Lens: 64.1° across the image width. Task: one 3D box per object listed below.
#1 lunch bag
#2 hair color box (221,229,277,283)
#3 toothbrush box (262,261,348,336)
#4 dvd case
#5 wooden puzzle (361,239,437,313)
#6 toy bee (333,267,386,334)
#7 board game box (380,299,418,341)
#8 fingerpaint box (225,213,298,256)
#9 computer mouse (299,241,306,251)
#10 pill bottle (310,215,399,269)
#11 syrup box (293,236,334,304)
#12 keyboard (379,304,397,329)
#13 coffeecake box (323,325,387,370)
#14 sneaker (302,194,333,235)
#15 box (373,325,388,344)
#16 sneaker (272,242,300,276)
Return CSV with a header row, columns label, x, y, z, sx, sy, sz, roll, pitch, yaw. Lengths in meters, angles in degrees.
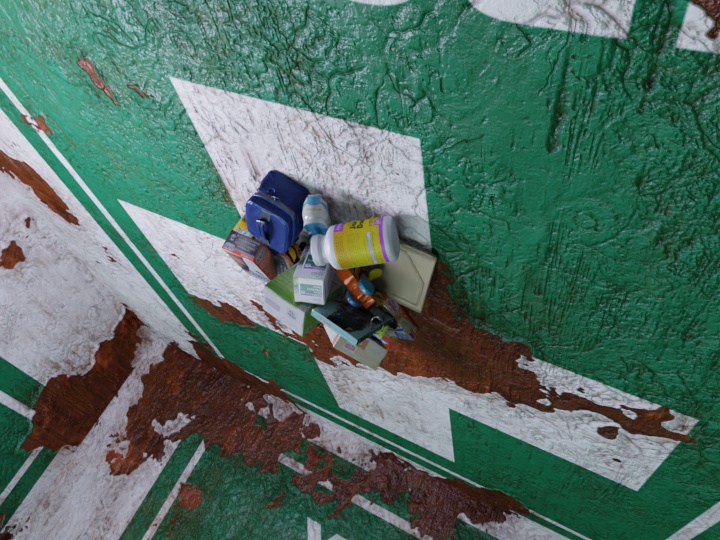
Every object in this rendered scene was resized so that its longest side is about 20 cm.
label,x,y,z,sx,sy,sz,roll,pitch,yaw
lunch bag,-0.212,-0.142,1.457,0.134,0.134,0.201,28,155,6
hair color box,-0.295,-0.029,1.613,0.109,0.065,0.201,22,163,20
toothbrush box,-0.140,0.059,1.520,0.144,0.199,0.087,31,132,23
dvd case,-0.017,0.115,1.464,0.144,0.199,0.022,32,115,21
wooden puzzle,0.091,-0.002,1.437,0.182,0.037,0.203,24,134,15
toy bee,0.012,0.061,1.451,0.129,0.205,0.108,-18,174,31
board game box,0.065,0.127,1.722,0.149,0.047,0.201,5,143,43
fingerpaint box,-0.295,-0.092,1.701,0.166,0.074,0.199,38,153,-14
computer mouse,-0.093,-0.008,1.665,0.108,0.044,0.201,8,143,45
pill bottle,-0.013,-0.061,1.335,0.195,0.106,0.105,-9,141,15
syrup box,-0.109,-0.009,1.469,0.077,0.202,0.083,6,127,7
keyboard,0.031,0.099,1.636,0.198,0.040,0.104,35,176,-8
coffeecake box,-0.018,0.203,1.736,0.152,0.074,0.200,32,-176,-17
sneaker,-0.102,-0.131,1.428,0.074,0.083,0.200,0,173,-1
box,0.001,0.137,1.664,0.198,0.048,0.122,34,173,-3
sneaker,-0.190,0.012,1.628,0.069,0.090,0.203,28,144,24
